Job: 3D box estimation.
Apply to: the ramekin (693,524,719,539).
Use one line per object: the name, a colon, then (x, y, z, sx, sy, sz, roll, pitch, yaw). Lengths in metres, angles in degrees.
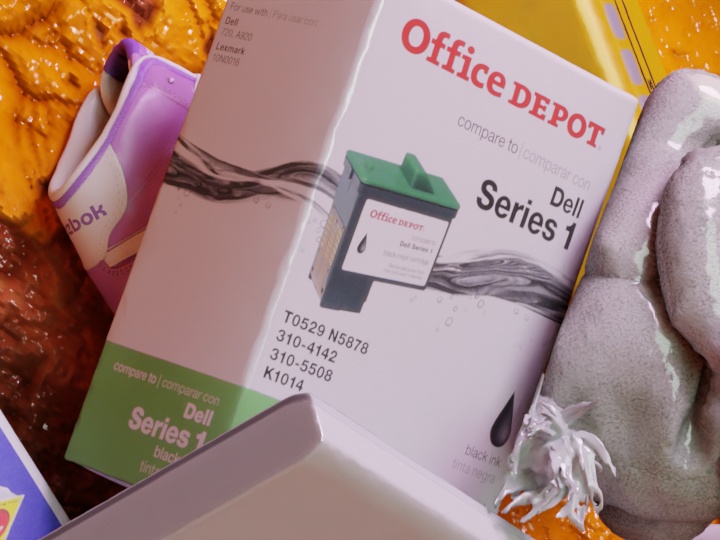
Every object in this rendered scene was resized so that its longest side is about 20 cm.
ramekin: (0.142, 0.191, 1.159, 0.201, 0.094, 0.204, 7, 67, -18)

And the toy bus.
toy bus: (0.089, -0.078, 1.242, 0.201, 0.065, 0.078, 69, 21, 3)

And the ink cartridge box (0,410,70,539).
ink cartridge box: (-0.148, 0.176, 1.010, 0.197, 0.047, 0.201, -37, 100, -41)

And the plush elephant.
plush elephant: (0.147, 0.048, 1.085, 0.154, 0.166, 0.200, 18, 34, 8)

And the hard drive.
hard drive: (-0.015, 0.115, 1.033, 0.200, 0.131, 0.027, 36, 30, -50)

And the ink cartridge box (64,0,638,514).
ink cartridge box: (0.000, 0.000, 1.076, 0.146, 0.084, 0.201, 22, 86, -43)

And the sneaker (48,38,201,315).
sneaker: (-0.037, -0.059, 1.157, 0.200, 0.073, 0.115, -41, 97, -38)
